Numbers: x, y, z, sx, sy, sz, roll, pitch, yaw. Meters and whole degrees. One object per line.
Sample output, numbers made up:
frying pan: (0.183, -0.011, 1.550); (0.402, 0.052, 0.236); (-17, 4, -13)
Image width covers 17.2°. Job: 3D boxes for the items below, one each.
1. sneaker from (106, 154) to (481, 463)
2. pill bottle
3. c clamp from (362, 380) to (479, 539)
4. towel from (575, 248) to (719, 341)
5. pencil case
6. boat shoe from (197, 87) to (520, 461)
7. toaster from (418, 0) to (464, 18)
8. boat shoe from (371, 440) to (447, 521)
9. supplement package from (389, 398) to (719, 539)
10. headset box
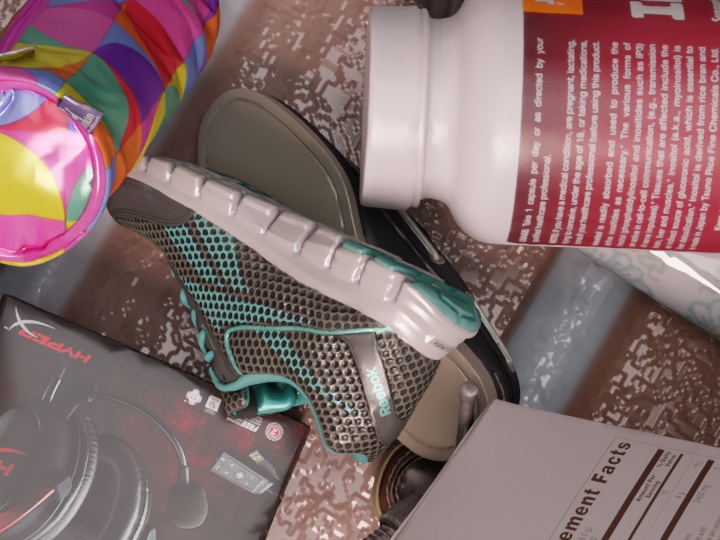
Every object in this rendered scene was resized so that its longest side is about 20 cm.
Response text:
sneaker: (-0.046, 0.015, 1.004); (0.199, 0.077, 0.092); (27, 93, 39)
pill bottle: (0.100, -0.066, 1.011); (0.198, 0.113, 0.114); (2, 84, -2)
c clamp: (-0.024, 0.152, 0.996); (0.199, 0.172, 0.027); (-36, 54, -22)
towel: (0.175, -0.078, 1.096); (0.170, 0.048, 0.201); (32, 83, 3)
pencil case: (-0.119, -0.080, 0.998); (0.088, 0.200, 0.089); (4, 115, 10)
boat shoe: (0.000, 0.000, 1.076); (0.073, 0.063, 0.200); (-46, 74, 25)
toaster: (0.044, -0.208, 1.058); (0.113, 0.129, 0.201); (-31, 87, -7)
boat shoe: (0.102, 0.120, 1.055); (0.199, 0.072, 0.073); (22, 83, 0)
supplement package: (0.121, 0.148, 0.927); (0.198, 0.120, 0.122); (10, 126, 26)
headset box: (-0.127, 0.133, 1.037); (0.148, 0.075, 0.201); (24, 83, -2)
